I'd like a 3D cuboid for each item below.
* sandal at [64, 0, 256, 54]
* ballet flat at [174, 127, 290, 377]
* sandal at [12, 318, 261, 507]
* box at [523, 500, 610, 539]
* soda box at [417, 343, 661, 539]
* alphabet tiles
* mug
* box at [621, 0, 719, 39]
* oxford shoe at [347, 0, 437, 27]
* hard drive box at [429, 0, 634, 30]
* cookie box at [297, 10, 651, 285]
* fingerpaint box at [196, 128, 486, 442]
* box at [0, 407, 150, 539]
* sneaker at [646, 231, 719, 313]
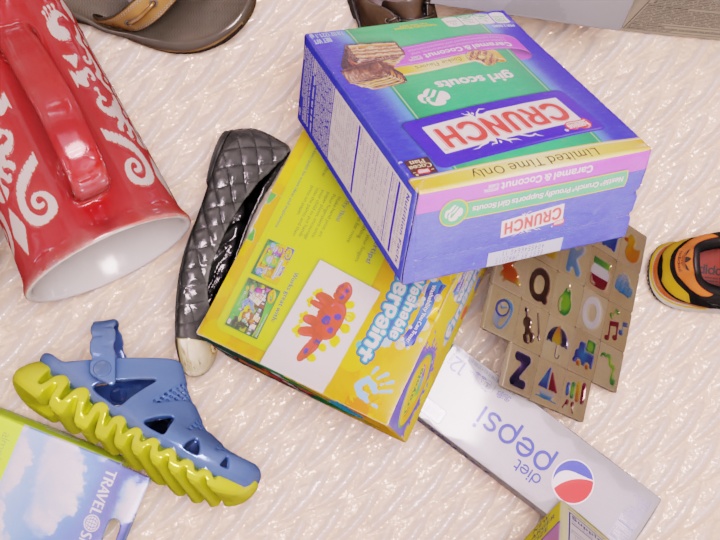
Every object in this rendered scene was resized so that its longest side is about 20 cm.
[{"bbox_3d":[-0.183,-0.230,0.840,0.197,0.055,0.083,14,83,-2],"label":"sandal"},{"bbox_3d":[-0.104,-0.016,0.815,0.056,0.066,0.203,12,82,8],"label":"ballet flat"},{"bbox_3d":[-0.155,0.101,0.770,0.198,0.080,0.088,31,64,7],"label":"sandal"},{"bbox_3d":[0.114,0.287,0.704,0.096,0.200,0.177,39,109,2],"label":"box"},{"bbox_3d":[0.129,0.141,0.814,0.199,0.068,0.064,37,83,0],"label":"soda box"},{"bbox_3d":[0.161,0.006,0.808,0.165,0.006,0.203,25,74,-36],"label":"alphabet tiles"},{"bbox_3d":[-0.218,-0.105,0.776,0.132,0.177,0.202,-19,78,-45],"label":"mug"},{"bbox_3d":[0.280,-0.262,0.799,0.126,0.200,0.111,5,84,-3],"label":"box"},{"bbox_3d":[0.035,-0.181,0.835,0.072,0.084,0.202,-23,87,-7],"label":"oxford shoe"},{"bbox_3d":[0.139,-0.298,0.821,0.153,0.077,0.203,7,61,-3],"label":"hard drive box"},{"bbox_3d":[0.068,-0.094,0.713,0.169,0.076,0.201,-11,43,-20],"label":"cookie box"},{"bbox_3d":[0.000,0.000,0.788,0.165,0.073,0.202,22,77,20],"label":"fingerpaint box"},{"bbox_3d":[-0.270,0.174,0.796,0.197,0.048,0.124,22,83,-2],"label":"box"},{"bbox_3d":[0.336,0.005,0.830,0.197,0.090,0.071,2,84,-3],"label":"sneaker"}]
